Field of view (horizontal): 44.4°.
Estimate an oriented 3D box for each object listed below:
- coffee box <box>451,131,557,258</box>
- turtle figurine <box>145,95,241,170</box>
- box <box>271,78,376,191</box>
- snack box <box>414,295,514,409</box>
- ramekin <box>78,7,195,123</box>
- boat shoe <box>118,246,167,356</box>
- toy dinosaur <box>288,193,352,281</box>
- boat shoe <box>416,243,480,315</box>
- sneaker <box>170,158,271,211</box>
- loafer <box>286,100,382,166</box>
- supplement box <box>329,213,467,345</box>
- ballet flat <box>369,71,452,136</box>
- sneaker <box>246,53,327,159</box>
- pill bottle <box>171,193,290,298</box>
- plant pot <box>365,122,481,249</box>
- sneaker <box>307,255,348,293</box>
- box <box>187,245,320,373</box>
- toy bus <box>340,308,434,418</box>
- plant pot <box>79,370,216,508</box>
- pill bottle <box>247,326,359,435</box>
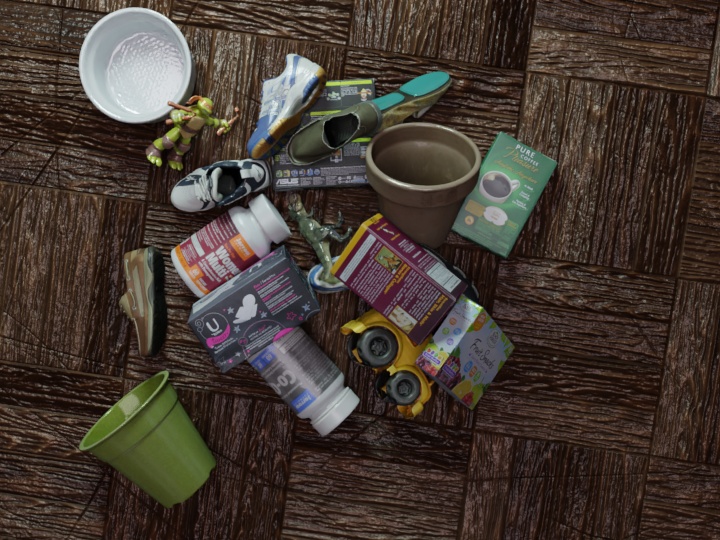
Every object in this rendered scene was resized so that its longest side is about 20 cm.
[{"bbox_3d":[0.258,-0.136,1.607,0.123,0.044,0.201,27,93,0],"label":"coffee box"},{"bbox_3d":[-0.314,-0.255,1.567,0.161,0.200,0.064,-44,76,23],"label":"turtle figurine"},{"bbox_3d":[-0.067,-0.247,1.612,0.199,0.048,0.194,-4,90,3],"label":"box"},{"bbox_3d":[0.186,0.147,1.540,0.053,0.200,0.143,30,82,34],"label":"snack box"},{"bbox_3d":[-0.394,-0.360,1.590,0.199,0.098,0.202,0,92,2],"label":"ramekin"},{"bbox_3d":[-0.402,0.057,1.625,0.073,0.076,0.201,-2,84,7],"label":"boat shoe"},{"bbox_3d":[-0.063,-0.067,1.595,0.088,0.048,0.200,-23,55,-8],"label":"toy dinosaur"},{"bbox_3d":[0.145,0.015,1.574,0.075,0.060,0.200,-18,127,29],"label":"boat shoe"},{"bbox_3d":[-0.267,-0.151,1.567,0.198,0.130,0.080,-7,94,15],"label":"sneaker"},{"bbox_3d":[-0.058,-0.238,1.527,0.199,0.070,0.075,-25,90,32],"label":"loafer"},{"bbox_3d":[0.065,0.013,1.484,0.200,0.086,0.111,39,116,7],"label":"supplement box"},{"bbox_3d":[0.081,-0.296,1.586,0.200,0.071,0.071,-29,92,-26],"label":"ballet flat"},{"bbox_3d":[-0.147,-0.290,1.565,0.088,0.075,0.200,36,87,13],"label":"sneaker"},{"bbox_3d":[-0.232,-0.046,1.592,0.200,0.110,0.110,-34,91,3],"label":"pill bottle"},{"bbox_3d":[0.105,-0.132,1.537,0.199,0.201,0.175,2,130,2],"label":"plant pot"},{"bbox_3d":[0.000,0.000,1.604,0.199,0.077,0.076,-19,90,1],"label":"sneaker"},{"bbox_3d":[-0.184,0.062,1.528,0.200,0.132,0.115,-32,104,1],"label":"box"},{"bbox_3d":[0.089,0.137,1.592,0.192,0.136,0.200,-35,92,-14],"label":"toy bus"},{"bbox_3d":[-0.364,0.317,1.588,0.200,0.200,0.190,-38,104,3],"label":"plant pot"},{"bbox_3d":[-0.101,0.194,1.596,0.114,0.114,0.200,-43,90,3],"label":"pill bottle"}]
